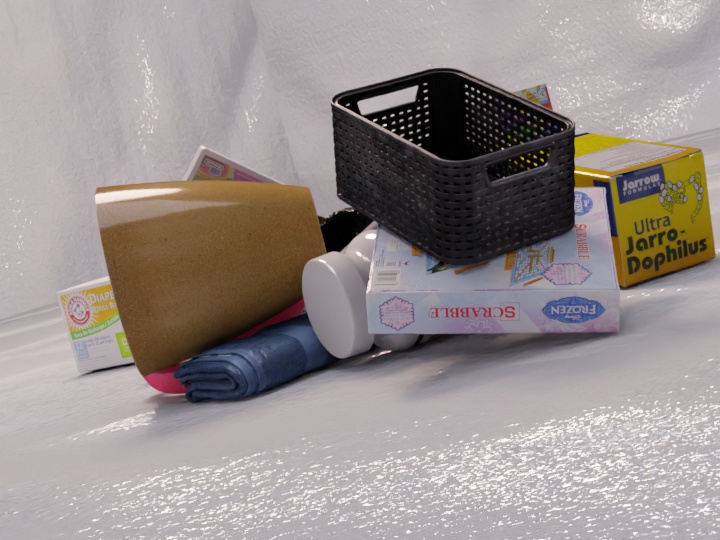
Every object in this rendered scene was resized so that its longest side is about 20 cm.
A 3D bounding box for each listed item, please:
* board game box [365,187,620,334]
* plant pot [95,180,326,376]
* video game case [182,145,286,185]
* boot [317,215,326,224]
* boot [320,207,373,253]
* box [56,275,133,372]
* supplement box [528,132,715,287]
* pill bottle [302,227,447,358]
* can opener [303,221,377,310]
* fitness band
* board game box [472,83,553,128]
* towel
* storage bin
[{"bbox_3d":[0.111,-0.011,1.319,0.199,0.041,0.200,0,27,6],"label":"board game box"},{"bbox_3d":[-0.135,-0.014,1.515,0.200,0.187,0.186,-15,5,-2],"label":"plant pot"},{"bbox_3d":[-0.167,-0.027,1.832,0.143,0.200,0.018,24,8,-25],"label":"video game case"},{"bbox_3d":[-0.150,-0.058,1.939,0.200,0.077,0.155,12,-14,-37],"label":"boot"},{"bbox_3d":[0.037,-0.064,1.875,0.162,0.073,0.198,-6,-29,-50],"label":"boot"},{"bbox_3d":[-0.267,0.052,1.976,0.200,0.113,0.101,-13,4,34],"label":"box"},{"bbox_3d":[0.240,-0.064,1.547,0.109,0.110,0.200,-17,16,-21],"label":"supplement box"},{"bbox_3d":[0.055,0.008,1.459,0.200,0.116,0.116,-18,6,-26],"label":"pill bottle"},{"bbox_3d":[0.000,0.000,1.739,0.053,0.067,0.200,-12,25,37],"label":"can opener"},{"bbox_3d":[-0.142,0.047,1.606,0.200,0.037,0.144,-41,35,-20],"label":"fitness band"},{"bbox_3d":[0.185,-0.114,1.927,0.103,0.200,0.105,-19,5,-41],"label":"board game box"},{"bbox_3d":[-0.069,0.074,1.495,0.200,0.049,0.112,-19,7,-41],"label":"towel"},{"bbox_3d":[0.076,-0.093,1.336,0.135,0.094,0.200,-18,29,-27],"label":"storage bin"}]
